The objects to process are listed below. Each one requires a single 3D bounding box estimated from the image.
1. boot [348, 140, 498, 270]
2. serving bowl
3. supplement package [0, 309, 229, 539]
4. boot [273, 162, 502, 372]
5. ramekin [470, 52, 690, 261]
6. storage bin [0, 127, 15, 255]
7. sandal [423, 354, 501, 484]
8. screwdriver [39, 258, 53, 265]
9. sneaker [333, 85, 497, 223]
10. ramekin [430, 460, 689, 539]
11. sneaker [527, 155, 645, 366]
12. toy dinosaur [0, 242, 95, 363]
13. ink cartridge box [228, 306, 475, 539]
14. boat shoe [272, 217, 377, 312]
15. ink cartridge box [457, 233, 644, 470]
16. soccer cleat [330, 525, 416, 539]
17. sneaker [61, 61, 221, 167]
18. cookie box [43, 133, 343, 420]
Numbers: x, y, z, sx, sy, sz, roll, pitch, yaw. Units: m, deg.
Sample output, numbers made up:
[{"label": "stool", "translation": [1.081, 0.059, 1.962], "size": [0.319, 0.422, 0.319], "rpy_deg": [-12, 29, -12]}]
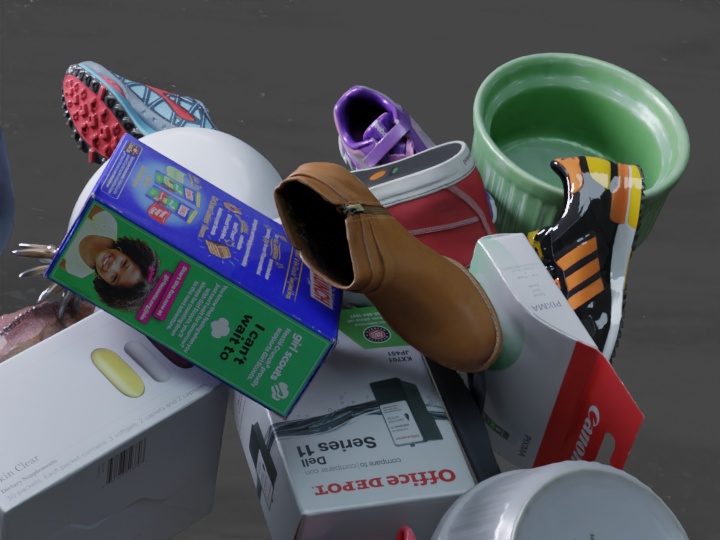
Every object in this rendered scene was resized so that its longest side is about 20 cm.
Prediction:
[{"label": "boot", "translation": [0.029, -0.016, 1.661], "size": [0.198, 0.145, 0.073], "rpy_deg": [-13, 23, 28]}, {"label": "serving bowl", "translation": [-0.157, -0.033, 1.564], "size": [0.198, 0.066, 0.202], "rpy_deg": [-8, 64, 17]}, {"label": "supplement package", "translation": [-0.208, 0.139, 1.383], "size": [0.199, 0.157, 0.111], "rpy_deg": [-30, 57, -35]}, {"label": "boot", "translation": [0.019, 0.000, 1.402], "size": [0.201, 0.076, 0.155], "rpy_deg": [54, 11, 5]}, {"label": "ramekin", "translation": [0.191, -0.097, 1.758], "size": [0.198, 0.098, 0.201], "rpy_deg": [7, 45, -7]}, {"label": "storage bin", "translation": [-0.381, -0.038, 1.545], "size": [0.133, 0.147, 0.201], "rpy_deg": [9, 43, 11]}, {"label": "sandal", "translation": [0.082, 0.088, 1.516], "size": [0.043, 0.076, 0.202], "rpy_deg": [-23, 90, 2]}, {"label": "screwdriver", "translation": [-0.174, 0.012, 1.612], "size": [0.198, 0.029, 0.028], "rpy_deg": [18, 44, 4]}, {"label": "sneaker", "translation": [0.039, -0.095, 1.713], "size": [0.080, 0.089, 0.200], "rpy_deg": [-40, 58, -6]}, {"label": "ramekin", "translation": [0.153, 0.228, 1.371], "size": [0.200, 0.094, 0.204], "rpy_deg": [11, 64, -22]}, {"label": "sneaker", "translation": [0.179, 0.002, 1.624], "size": [0.089, 0.070, 0.202], "rpy_deg": [12, 85, -3]}, {"label": "toy dinosaur", "translation": [-0.252, 0.053, 1.472], "size": [0.085, 0.136, 0.200], "rpy_deg": [25, 48, 12]}, {"label": "ink cartridge box", "translation": [-0.010, 0.130, 1.491], "size": [0.145, 0.084, 0.201], "rpy_deg": [-6, 46, -19]}, {"label": "boat shoe", "translation": [0.000, 0.000, 1.564], "size": [0.199, 0.065, 0.074], "rpy_deg": [19, 67, -48]}, {"label": "ink cartridge box", "translation": [0.135, 0.095, 1.505], "size": [0.050, 0.162, 0.201], "rpy_deg": [-9, 48, -22]}, {"label": "soccer cleat", "translation": [-0.044, 0.231, 1.379], "size": [0.198, 0.067, 0.077], "rpy_deg": [-4, 87, -23]}, {"label": "sneaker", "translation": [-0.179, -0.120, 1.724], "size": [0.199, 0.080, 0.095], "rpy_deg": [39, 39, 13]}, {"label": "cookie box", "translation": [-0.114, 0.001, 1.404], "size": [0.199, 0.076, 0.171], "rpy_deg": [31, 17, -8]}]
